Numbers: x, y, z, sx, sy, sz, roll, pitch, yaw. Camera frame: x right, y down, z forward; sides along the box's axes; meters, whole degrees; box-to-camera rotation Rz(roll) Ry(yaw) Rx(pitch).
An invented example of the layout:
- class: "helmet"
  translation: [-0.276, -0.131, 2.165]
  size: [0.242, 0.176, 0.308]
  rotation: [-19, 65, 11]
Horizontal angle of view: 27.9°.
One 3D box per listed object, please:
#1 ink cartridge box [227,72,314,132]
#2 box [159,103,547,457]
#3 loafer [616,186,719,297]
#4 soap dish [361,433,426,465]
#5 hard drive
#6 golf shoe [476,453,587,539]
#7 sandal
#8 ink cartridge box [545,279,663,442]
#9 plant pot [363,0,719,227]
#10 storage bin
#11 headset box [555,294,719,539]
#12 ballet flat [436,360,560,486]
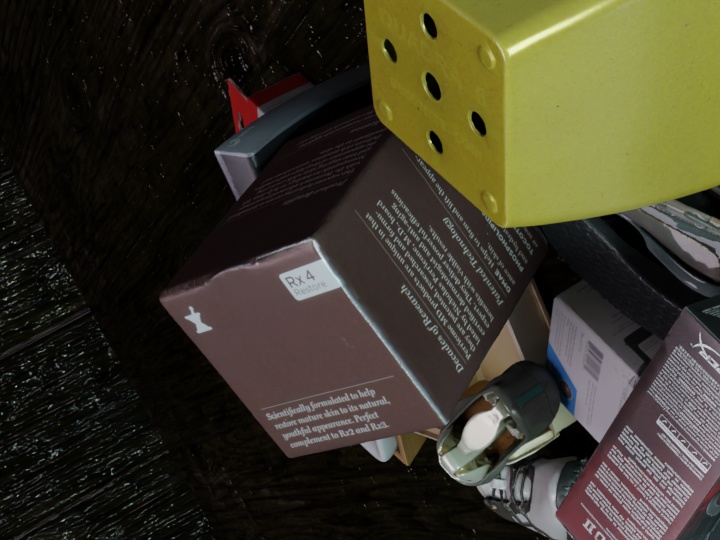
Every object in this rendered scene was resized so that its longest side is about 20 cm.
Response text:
- class: "ink cartridge box"
  translation: [-0.048, -0.110, 1.424]
  size: [0.200, 0.067, 0.116]
  rotation: [46, 155, 35]
- class: "box"
  translation: [0.000, 0.000, 1.047]
  size: [0.166, 0.200, 0.164]
  rotation: [-17, 118, 43]
- class: "loafer"
  translation: [0.182, -0.066, 0.935]
  size: [0.200, 0.072, 0.063]
  rotation: [42, 150, 22]
- class: "soap dish"
  translation: [-0.003, 0.100, 1.576]
  size: [0.200, 0.081, 0.158]
  rotation: [37, 150, 47]
- class: "hard drive"
  translation: [-0.014, -0.087, 1.197]
  size: [0.042, 0.200, 0.135]
  rotation: [-8, 110, 52]
- class: "golf shoe"
  translation: [0.144, 0.192, 1.242]
  size: [0.200, 0.094, 0.078]
  rotation: [91, -171, -80]
- class: "sandal"
  translation: [0.206, 0.006, 0.996]
  size: [0.200, 0.048, 0.075]
  rotation: [39, 159, 10]
- class: "ink cartridge box"
  translation: [0.224, 0.102, 1.050]
  size: [0.200, 0.068, 0.116]
  rotation: [48, 157, 32]
- class: "plant pot"
  translation: [0.111, -0.142, 0.842]
  size: [0.200, 0.176, 0.200]
  rotation: [45, 156, 37]
- class: "storage bin"
  translation: [0.086, 0.050, 1.276]
  size: [0.198, 0.094, 0.200]
  rotation: [9, 125, 65]
- class: "headset box"
  translation: [0.216, 0.100, 0.858]
  size: [0.077, 0.149, 0.200]
  rotation: [48, 133, 31]
- class: "ballet flat"
  translation: [0.093, 0.133, 1.165]
  size: [0.067, 0.064, 0.200]
  rotation: [50, 147, 11]
